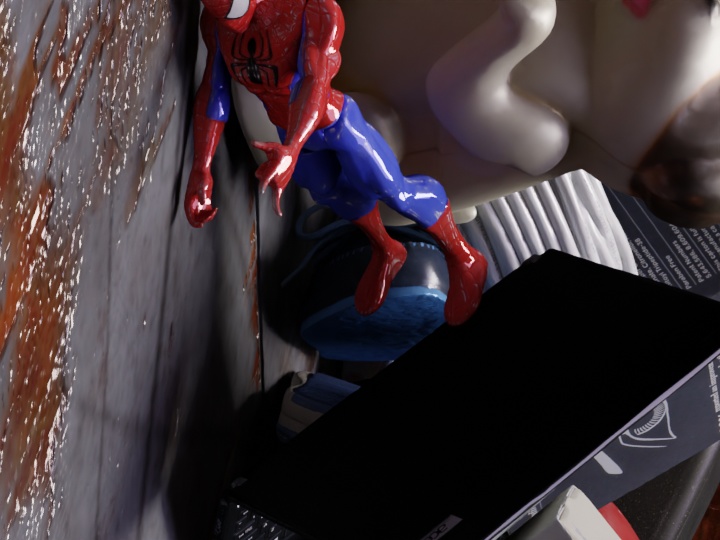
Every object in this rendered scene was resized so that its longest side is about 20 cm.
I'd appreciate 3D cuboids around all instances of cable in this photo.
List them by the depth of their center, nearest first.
[{"bbox_3d":[0.058,-0.064,1.363,0.200,0.069,0.200,63,0,38],"label":"cable"}]

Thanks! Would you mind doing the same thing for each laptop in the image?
[{"bbox_3d":[0.039,0.083,1.132,0.177,0.103,0.200,-35,158,-26],"label":"laptop"}]

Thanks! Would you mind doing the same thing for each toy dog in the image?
[{"bbox_3d":[0.067,-0.072,1.163,0.140,0.199,0.194,-72,157,-45],"label":"toy dog"}]

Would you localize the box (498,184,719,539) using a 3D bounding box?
[{"bbox_3d":[0.127,0.032,1.495,0.104,0.199,0.148,58,-8,33],"label":"box"}]

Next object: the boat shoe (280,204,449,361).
[{"bbox_3d":[0.000,0.000,1.332,0.200,0.084,0.069,143,-52,-78],"label":"boat shoe"}]

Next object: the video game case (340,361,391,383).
[{"bbox_3d":[0.007,0.056,1.578,0.143,0.018,0.201,-63,158,-70],"label":"video game case"}]

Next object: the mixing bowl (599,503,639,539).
[{"bbox_3d":[0.082,0.176,1.625,0.200,0.199,0.109,-62,148,-70],"label":"mixing bowl"}]

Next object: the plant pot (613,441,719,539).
[{"bbox_3d":[0.106,0.161,1.822,0.200,0.199,0.178,62,48,-77],"label":"plant pot"}]

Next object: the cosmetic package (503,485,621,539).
[{"bbox_3d":[0.037,0.189,1.288,0.200,0.071,0.105,-40,178,11],"label":"cosmetic package"}]

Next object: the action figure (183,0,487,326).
[{"bbox_3d":[-0.021,-0.029,1.062,0.200,0.065,0.099,59,45,-45],"label":"action figure"}]

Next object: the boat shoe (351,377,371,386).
[{"bbox_3d":[0.009,0.156,1.468,0.063,0.073,0.202,-69,158,-87],"label":"boat shoe"}]

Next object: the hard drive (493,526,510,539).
[{"bbox_3d":[0.039,0.113,1.267,0.200,0.033,0.140,-38,173,-36],"label":"hard drive"}]

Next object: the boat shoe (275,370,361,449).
[{"bbox_3d":[-0.012,0.090,1.324,0.200,0.072,0.073,10,99,-80],"label":"boat shoe"}]
